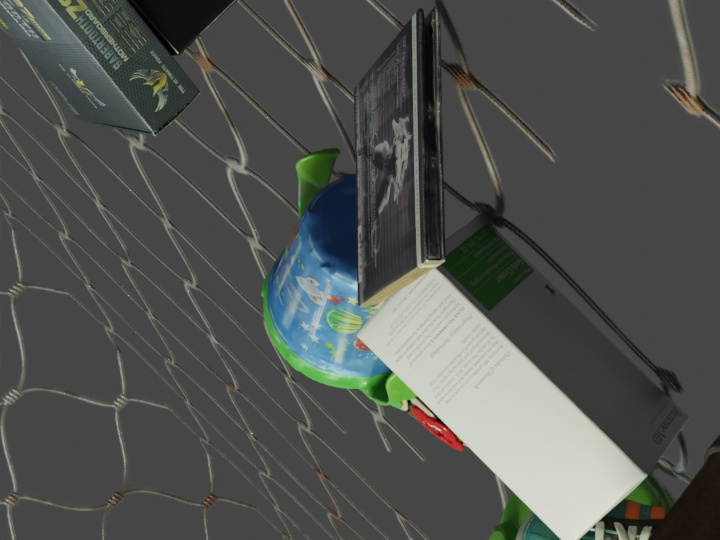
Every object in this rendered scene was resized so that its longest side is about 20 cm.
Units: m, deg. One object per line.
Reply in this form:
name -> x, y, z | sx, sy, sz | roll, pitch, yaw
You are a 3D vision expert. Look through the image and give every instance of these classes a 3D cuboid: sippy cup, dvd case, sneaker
sippy cup -> 0.000, 0.000, 1.428 | 0.178, 0.140, 0.130 | 33, 153, 10
dvd case -> 0.022, -0.064, 1.199 | 0.200, 0.016, 0.149 | 141, 129, -76
sneaker -> 0.206, 0.191, 1.329 | 0.200, 0.072, 0.080 | 7, 173, -22

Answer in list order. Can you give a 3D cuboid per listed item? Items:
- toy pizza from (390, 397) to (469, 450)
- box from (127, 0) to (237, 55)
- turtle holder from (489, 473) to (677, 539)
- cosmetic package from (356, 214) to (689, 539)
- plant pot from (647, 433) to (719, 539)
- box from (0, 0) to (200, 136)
toy pizza -> 0.039, 0.094, 1.755 | 0.200, 0.032, 0.200 | 42, 166, 13
box -> -0.186, -0.244, 1.369 | 0.200, 0.079, 0.141 | 49, 163, -15
turtle holder -> 0.170, 0.207, 1.477 | 0.185, 0.141, 0.132 | 26, 175, 32
cosmetic package -> 0.109, 0.071, 1.293 | 0.200, 0.085, 0.108 | 43, -151, 5
plant pot -> 0.237, 0.201, 1.139 | 0.200, 0.198, 0.200 | 43, 165, 14
box -> -0.214, -0.186, 1.352 | 0.200, 0.051, 0.158 | 51, 163, -24
